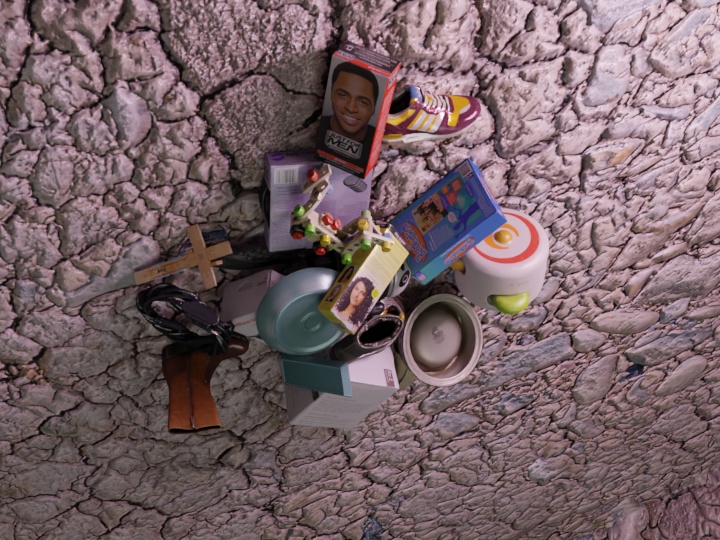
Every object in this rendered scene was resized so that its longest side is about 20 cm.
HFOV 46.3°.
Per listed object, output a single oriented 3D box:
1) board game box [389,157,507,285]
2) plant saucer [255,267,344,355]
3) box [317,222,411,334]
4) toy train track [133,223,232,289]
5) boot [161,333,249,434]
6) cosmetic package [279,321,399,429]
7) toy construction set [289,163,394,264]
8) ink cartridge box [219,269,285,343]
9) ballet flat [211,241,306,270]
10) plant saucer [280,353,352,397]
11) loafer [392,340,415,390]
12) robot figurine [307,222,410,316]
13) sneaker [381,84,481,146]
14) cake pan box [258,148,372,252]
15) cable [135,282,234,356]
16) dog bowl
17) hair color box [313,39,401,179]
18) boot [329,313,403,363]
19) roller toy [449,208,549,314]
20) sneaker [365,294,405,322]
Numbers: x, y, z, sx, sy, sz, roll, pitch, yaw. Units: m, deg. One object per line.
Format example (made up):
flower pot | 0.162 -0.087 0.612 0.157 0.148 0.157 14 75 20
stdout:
board game box | 0.160 -0.092 1.578 0.199 0.153 0.045 -37 137 20
plant saucer | -0.093 0.087 1.557 0.197 0.036 0.202 -11 128 -14
box | 0.009 0.013 1.529 0.075 0.050 0.201 45 68 -30
toy train track | -0.321 -0.014 1.538 0.198 0.116 0.033 -17 -179 15
boot | -0.302 0.225 1.693 0.186 0.201 0.069 -5 137 -17
cosmetic package | -0.049 0.217 1.791 0.163 0.166 0.200 12 139 -34
toy construction set | -0.045 -0.086 1.456 0.130 0.093 0.200 -19 129 33
ink cartridge box | -0.156 0.085 1.657 0.144 0.085 0.199 -19 146 39
ballet flat | -0.199 -0.037 1.582 0.197 0.058 0.067 -5 160 -9
plant saucer | -0.093 0.208 1.673 0.019 0.199 0.071 -15 102 -41
loafer | 0.103 0.189 1.922 0.067 0.076 0.202 7 123 -26
robot figurine | 0.000 -0.001 1.630 0.197 0.126 0.151 -5 137 -16
sneaker | 0.112 -0.272 1.423 0.197 0.076 0.091 -15 144 -7
cake pan box | -0.080 -0.127 1.505 0.197 0.053 0.186 -8 129 -15
cable | -0.337 0.094 1.617 0.198 0.051 0.164 24 149 -1
dog bowl | 0.164 0.148 1.828 0.198 0.074 0.203 -1 92 -23
hair color box | -0.008 -0.257 1.366 0.100 0.061 0.201 23 133 10
boot | 0.034 0.115 1.606 0.181 0.073 0.200 -33 171 -28
roller toy | 0.277 -0.028 1.674 0.182 0.199 0.141 -43 149 -29
sneaker | 0.018 0.064 1.740 0.198 0.083 0.078 15 129 -33
